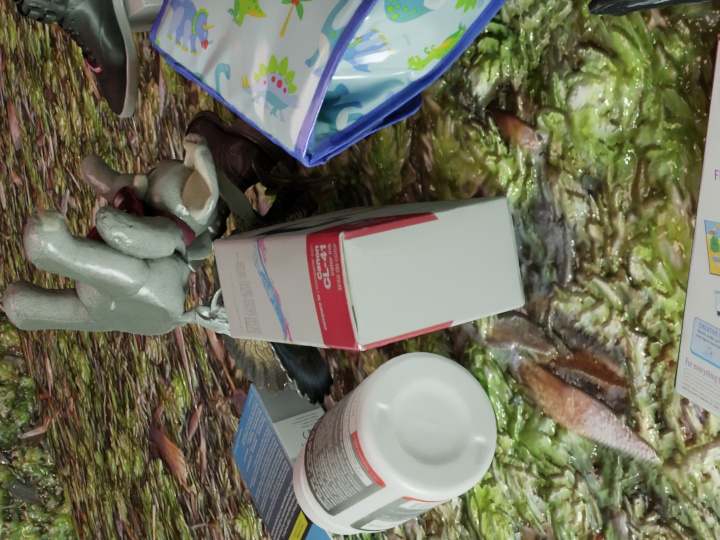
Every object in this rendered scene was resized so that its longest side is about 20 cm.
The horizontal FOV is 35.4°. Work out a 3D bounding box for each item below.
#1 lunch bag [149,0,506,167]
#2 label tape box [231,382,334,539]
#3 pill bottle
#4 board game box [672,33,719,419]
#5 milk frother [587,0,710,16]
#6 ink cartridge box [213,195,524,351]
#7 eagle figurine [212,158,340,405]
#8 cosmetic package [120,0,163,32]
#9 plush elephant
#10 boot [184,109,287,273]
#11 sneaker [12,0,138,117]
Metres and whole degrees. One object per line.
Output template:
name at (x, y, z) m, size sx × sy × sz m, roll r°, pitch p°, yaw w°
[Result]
lunch bag at (-0.022, -0.180, 0.721) m, size 0.170 × 0.200 × 0.127 m, roll 39°, pitch 177°, yaw 34°
label tape box at (-0.059, 0.224, 1.165) m, size 0.200 × 0.066 × 0.143 m, roll 58°, pitch 148°, yaw 28°
pill bottle at (0.019, 0.149, 0.922) m, size 0.200 × 0.114 × 0.114 m, roll -46°, pitch 61°, yaw 59°
board game box at (0.225, -0.001, 0.531) m, size 0.153 × 0.040 × 0.200 m, roll 37°, pitch 133°, yaw 52°
milk frother at (0.176, -0.216, 0.457) m, size 0.200 × 0.180 × 0.188 m, roll -7°, pitch 98°, yaw 20°
ink cartridge box at (0.000, 0.000, 0.836) m, size 0.200 × 0.148 × 0.086 m, roll 2°, pitch 104°, yaw 57°
eagle figurine at (-0.071, 0.010, 0.996) m, size 0.151 × 0.152 × 0.200 m, roll 14°, pitch 84°, yaw 24°
cosmetic package at (-0.208, -0.350, 1.123) m, size 0.199 × 0.123 × 0.200 m, roll 4°, pitch 104°, yaw 62°
plush elephant at (-0.180, -0.035, 0.931) m, size 0.165 × 0.200 × 0.155 m, roll 121°, pitch 157°, yaw -59°
boot at (-0.168, -0.072, 1.115) m, size 0.069 × 0.174 × 0.200 m, roll 42°, pitch 164°, yaw -26°
sneaker at (-0.272, -0.232, 1.064) m, size 0.071 × 0.099 × 0.200 m, roll 32°, pitch 136°, yaw 50°
